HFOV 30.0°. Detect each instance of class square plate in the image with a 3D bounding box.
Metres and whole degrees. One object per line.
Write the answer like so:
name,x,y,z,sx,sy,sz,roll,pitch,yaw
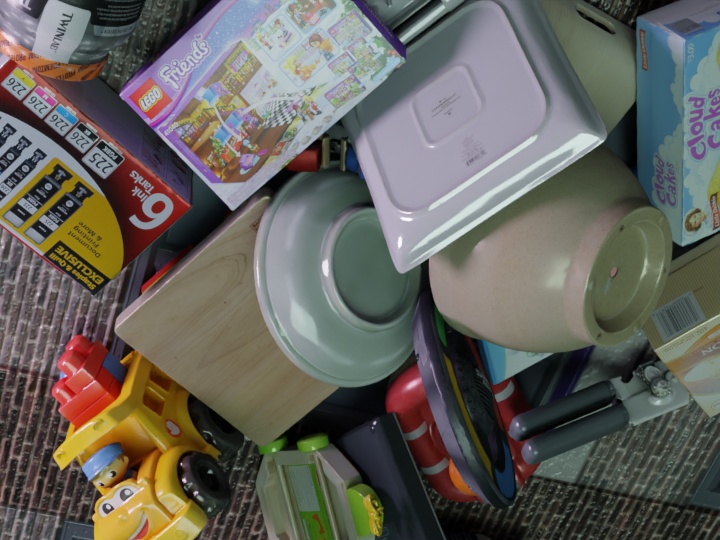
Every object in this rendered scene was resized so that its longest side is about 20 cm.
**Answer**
square plate,0.077,-0.128,1.079,0.199,0.200,0.028,-33,142,19

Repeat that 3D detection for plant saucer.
plant saucer,0.000,0.000,1.179,0.200,0.202,0.050,42,150,-27

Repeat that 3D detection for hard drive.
hard drive,0.023,0.254,1.326,0.033,0.202,0.139,-16,170,-39

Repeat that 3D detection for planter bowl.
planter bowl,0.172,-0.015,1.112,0.199,0.134,0.203,-24,126,-37

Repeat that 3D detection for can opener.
can opener,0.238,0.142,1.324,0.198,0.053,0.067,-17,151,-23

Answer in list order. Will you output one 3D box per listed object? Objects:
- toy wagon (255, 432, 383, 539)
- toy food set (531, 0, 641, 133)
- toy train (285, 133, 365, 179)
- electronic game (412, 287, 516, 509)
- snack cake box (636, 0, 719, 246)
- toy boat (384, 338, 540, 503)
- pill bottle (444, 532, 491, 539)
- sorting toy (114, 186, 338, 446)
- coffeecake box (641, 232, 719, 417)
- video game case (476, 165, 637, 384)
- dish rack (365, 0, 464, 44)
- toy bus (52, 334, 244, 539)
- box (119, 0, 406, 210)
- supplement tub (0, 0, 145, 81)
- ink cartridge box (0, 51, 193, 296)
toy wagon,-0.034,0.240,1.333,0.039,0.199,0.158,-16,93,-40
toy food set,0.146,-0.147,1.181,0.142,0.061,0.201,21,120,-31
toy train,-0.051,-0.106,1.164,0.197,0.046,0.035,7,122,5
electronic game,0.094,0.110,1.175,0.041,0.201,0.201,-21,123,13
snack cake box,0.304,-0.136,1.169,0.114,0.067,0.202,-23,126,-20
toy boat,0.107,0.167,1.326,0.129,0.131,0.201,-25,122,10
pill bottle,0.088,0.339,1.445,0.197,0.112,0.112,4,122,-8
sorting toy,-0.091,0.035,1.259,0.199,0.070,0.198,-39,118,18
coffeecake box,0.355,0.044,1.264,0.152,0.074,0.200,-32,146,14
video game case,0.192,0.005,1.259,0.198,0.018,0.145,-26,124,-13
dish rack,-0.013,-0.255,1.097,0.199,0.044,0.172,-35,120,16
toy bus,-0.220,0.159,1.255,0.135,0.201,0.192,-36,112,20
box,-0.079,-0.162,1.093,0.199,0.039,0.137,-38,111,18
supplement tub,-0.211,-0.256,1.029,0.121,0.123,0.202,18,119,-17
ink cartridge box,-0.273,-0.082,1.157,0.175,0.084,0.200,-40,119,19
